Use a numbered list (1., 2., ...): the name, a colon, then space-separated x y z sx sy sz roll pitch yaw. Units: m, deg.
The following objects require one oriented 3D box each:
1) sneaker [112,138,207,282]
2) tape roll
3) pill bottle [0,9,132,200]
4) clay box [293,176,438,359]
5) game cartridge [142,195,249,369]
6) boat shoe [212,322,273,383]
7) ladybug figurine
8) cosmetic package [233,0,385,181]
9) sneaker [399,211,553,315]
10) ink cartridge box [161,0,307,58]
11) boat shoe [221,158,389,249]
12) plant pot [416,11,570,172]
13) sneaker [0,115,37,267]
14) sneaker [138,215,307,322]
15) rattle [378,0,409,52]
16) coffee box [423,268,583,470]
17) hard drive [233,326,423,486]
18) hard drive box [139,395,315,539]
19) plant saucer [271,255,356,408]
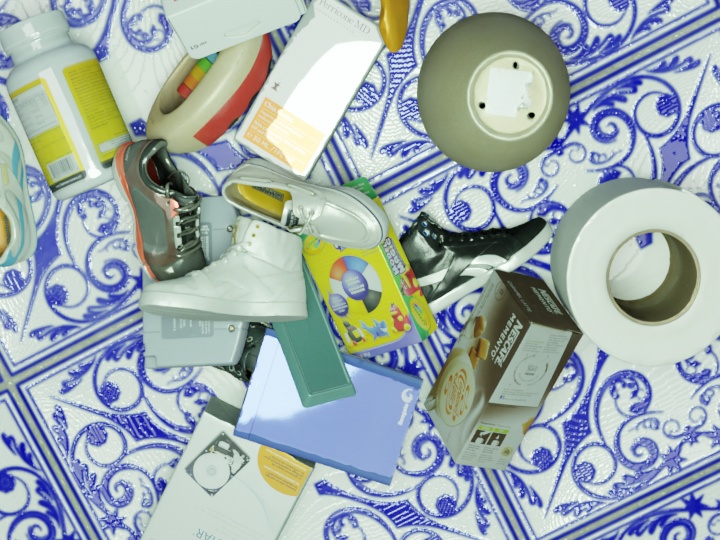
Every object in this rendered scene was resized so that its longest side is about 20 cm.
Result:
1. sneaker: -0.214 -0.056 1.374 0.081 0.077 0.202 -14 105 41
2. tape roll: 0.328 -0.002 1.414 0.199 0.139 0.206 0 98 1
3. pill bottle: -0.344 -0.193 1.412 0.111 0.112 0.203 -21 98 4
4. clay box: 0.000 0.000 1.442 0.114 0.047 0.202 -20 100 39
5. game cartridge: -0.195 0.014 1.449 0.131 0.040 0.204 -3 82 13
6. boat shoe: -0.126 0.104 1.477 0.197 0.066 0.076 20 99 -2
7. ladybug figurine: -0.168 -0.214 1.404 0.072 0.136 0.200 35 102 -33
8. cosmetic package: -0.056 -0.216 1.423 0.101 0.071 0.202 30 98 -3
9. sneaker: 0.122 -0.035 1.446 0.198 0.073 0.113 -32 99 7
10. ink cartridge box: -0.158 -0.356 1.348 0.143 0.085 0.202 -21 64 4
11. boat shoe: -0.066 -0.067 1.373 0.198 0.070 0.072 24 124 13
12. plant pot: 0.156 -0.198 1.356 0.184 0.200 0.191 0 99 2
13. sneaker: -0.441 -0.104 1.444 0.075 0.081 0.203 -16 97 5
14. sneaker: -0.155 -0.003 1.368 0.197 0.073 0.118 3 81 -27
15. rattle: -0.028 -0.351 1.381 0.197 0.130 0.145 15 113 3
16. coffee box: 0.163 0.117 1.415 0.079 0.115 0.202 12 118 -28
17. hard drive: -0.038 0.162 1.441 0.197 0.025 0.134 18 90 -6
18. hard drive box: -0.164 0.285 1.502 0.154 0.077 0.202 26 99 -2
19. plant saucer: -0.068 0.063 1.428 0.069 0.019 0.202 -11 64 -23
